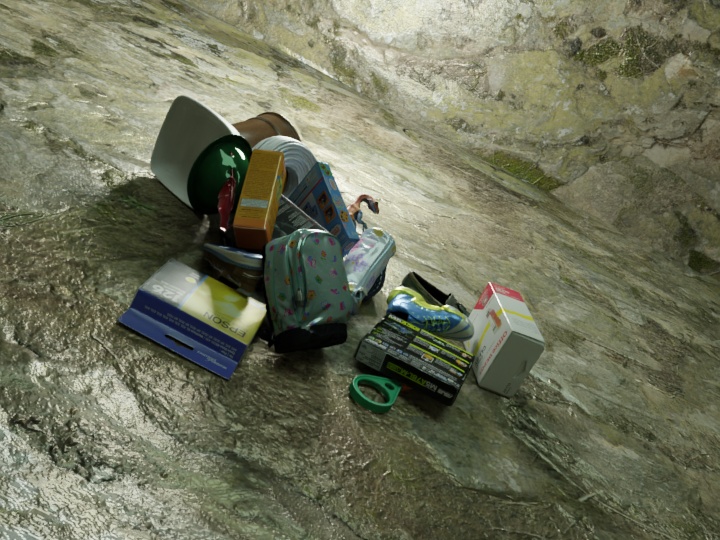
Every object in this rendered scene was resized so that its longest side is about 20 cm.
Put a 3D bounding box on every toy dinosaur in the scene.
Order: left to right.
[{"bbox_3d":[-0.014,-0.123,1.779,0.104,0.201,0.183,21,66,10],"label":"toy dinosaur"}]

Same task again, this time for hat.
[{"bbox_3d":[-0.227,-0.146,1.484,0.175,0.201,0.166,30,-16,30],"label":"hat"}]

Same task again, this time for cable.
[{"bbox_3d":[-0.178,-0.193,1.680,0.069,0.202,0.200,24,-8,39],"label":"cable"}]

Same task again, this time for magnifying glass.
[{"bbox_3d":[0.054,0.206,1.343,0.079,0.023,0.199,41,24,28],"label":"magnifying glass"}]

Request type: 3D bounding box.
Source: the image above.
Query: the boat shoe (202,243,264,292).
[{"bbox_3d":[-0.239,-0.004,1.374,0.072,0.073,0.199,9,3,-32],"label":"boat shoe"}]

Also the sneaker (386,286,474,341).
[{"bbox_3d":[0.137,0.112,1.587,0.198,0.076,0.105,24,34,8],"label":"sneaker"}]

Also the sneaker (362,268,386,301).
[{"bbox_3d":[0.009,0.005,1.658,0.074,0.082,0.201,44,39,-15],"label":"sneaker"}]

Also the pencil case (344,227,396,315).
[{"bbox_3d":[0.000,0.000,1.533,0.083,0.090,0.201,44,48,-11],"label":"pencil case"}]

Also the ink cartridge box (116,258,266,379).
[{"bbox_3d":[-0.263,0.070,1.240,0.196,0.047,0.200,28,20,-4],"label":"ink cartridge box"}]

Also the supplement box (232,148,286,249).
[{"bbox_3d":[-0.190,-0.138,1.452,0.068,0.067,0.202,3,54,3],"label":"supplement box"}]

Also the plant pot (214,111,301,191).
[{"bbox_3d":[-0.266,-0.254,1.742,0.200,0.202,0.197,38,33,23],"label":"plant pot"}]

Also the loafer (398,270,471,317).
[{"bbox_3d":[0.180,0.070,1.714,0.198,0.063,0.072,27,23,-4],"label":"loafer"}]

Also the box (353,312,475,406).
[{"bbox_3d":[0.106,0.162,1.425,0.198,0.048,0.193,25,16,11],"label":"box"}]

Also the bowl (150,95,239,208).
[{"bbox_3d":[-0.339,-0.250,1.616,0.199,0.201,0.074,38,24,22],"label":"bowl"}]

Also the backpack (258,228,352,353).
[{"bbox_3d":[-0.091,0.032,1.300,0.166,0.125,0.203,4,75,-58],"label":"backpack"}]

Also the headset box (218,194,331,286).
[{"bbox_3d":[-0.152,-0.044,1.472,0.199,0.078,0.149,38,63,22],"label":"headset box"}]

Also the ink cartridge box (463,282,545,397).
[{"bbox_3d":[0.291,0.141,1.586,0.083,0.146,0.201,20,24,-15],"label":"ink cartridge box"}]

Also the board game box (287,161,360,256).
[{"bbox_3d":[-0.087,-0.100,1.580,0.036,0.151,0.202,6,51,-41],"label":"board game box"}]
